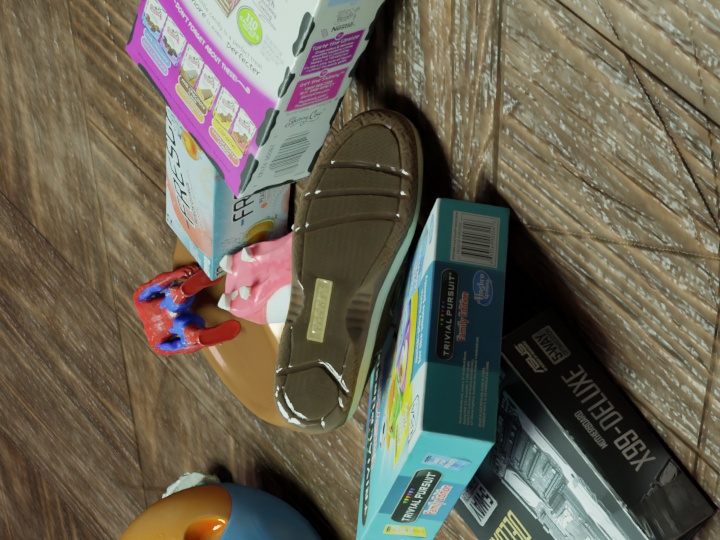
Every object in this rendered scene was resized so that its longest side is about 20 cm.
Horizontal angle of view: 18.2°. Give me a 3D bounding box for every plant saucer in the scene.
[{"bbox_3d":[-0.084,0.041,1.705,0.200,0.037,0.201,45,153,29],"label":"plant saucer"}]

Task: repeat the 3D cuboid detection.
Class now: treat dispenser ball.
[{"bbox_3d":[-0.116,0.275,1.839,0.201,0.200,0.201,44,152,30],"label":"treat dispenser ball"}]

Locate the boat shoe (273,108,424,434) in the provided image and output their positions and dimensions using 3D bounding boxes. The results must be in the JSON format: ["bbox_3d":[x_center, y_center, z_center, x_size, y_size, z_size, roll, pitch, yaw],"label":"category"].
[{"bbox_3d":[-0.006,-0.002,1.390,0.074,0.203,0.075,20,-172,15],"label":"boat shoe"}]

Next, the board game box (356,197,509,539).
[{"bbox_3d":[0.042,0.070,1.370,0.200,0.047,0.152,113,165,-61],"label":"board game box"}]

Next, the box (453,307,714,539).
[{"bbox_3d":[0.124,0.135,1.391,0.158,0.050,0.200,52,155,15],"label":"box"}]

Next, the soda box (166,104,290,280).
[{"bbox_3d":[-0.090,-0.081,1.525,0.064,0.068,0.200,51,156,25],"label":"soda box"}]

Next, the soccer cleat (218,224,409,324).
[{"bbox_3d":[-0.020,-0.001,1.513,0.200,0.076,0.067,-17,68,52],"label":"soccer cleat"}]

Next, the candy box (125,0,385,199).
[{"bbox_3d":[-0.059,-0.161,1.319,0.137,0.061,0.200,52,141,23],"label":"candy box"}]

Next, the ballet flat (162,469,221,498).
[{"bbox_3d":[-0.149,0.238,2.037,0.072,0.072,0.201,40,150,36],"label":"ballet flat"}]

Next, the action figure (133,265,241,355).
[{"bbox_3d":[-0.133,0.032,1.686,0.066,0.052,0.200,67,160,-5],"label":"action figure"}]
